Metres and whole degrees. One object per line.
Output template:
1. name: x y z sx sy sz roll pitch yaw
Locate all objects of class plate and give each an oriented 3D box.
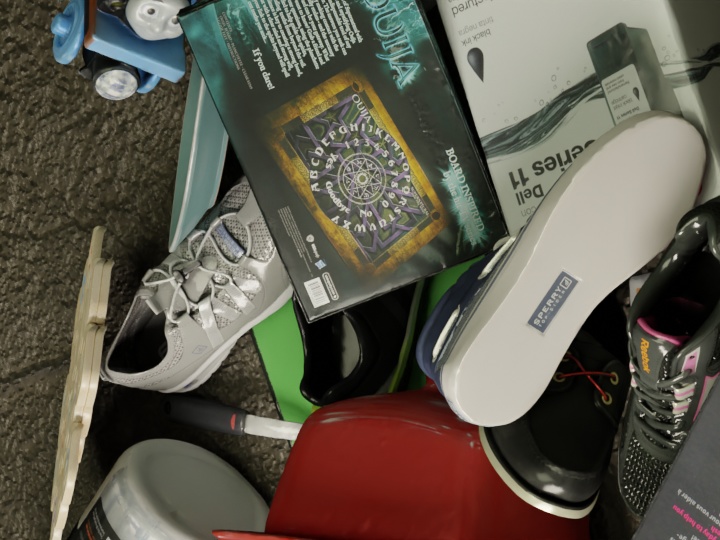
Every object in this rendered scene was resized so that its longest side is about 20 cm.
1. plate: -0.095 -0.109 1.357 0.025 0.200 0.201 8 102 -8

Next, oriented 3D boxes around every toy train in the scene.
1. toy train: -0.145 -0.206 1.377 0.114 0.087 0.200 -43 39 42

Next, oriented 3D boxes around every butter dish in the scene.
1. butter dish: 0.048 0.120 1.266 0.200 0.199 0.148 4 82 36

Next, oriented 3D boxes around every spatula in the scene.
1. spatula: -0.060 0.103 1.420 0.200 0.021 0.057 8 93 35

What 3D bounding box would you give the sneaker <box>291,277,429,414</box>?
1. sneaker: 0.000 0.000 1.324 0.072 0.083 0.201 2 88 34

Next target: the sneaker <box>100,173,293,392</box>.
1. sneaker: -0.101 0.013 1.402 0.075 0.082 0.200 48 122 24

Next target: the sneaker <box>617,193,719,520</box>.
1. sneaker: 0.168 0.043 1.134 0.080 0.086 0.201 26 113 37

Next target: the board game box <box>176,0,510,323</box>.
1. board game box: -0.007 -0.084 1.248 0.135 0.028 0.200 -21 105 7

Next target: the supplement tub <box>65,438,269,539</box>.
1. supplement tub: -0.152 0.222 1.441 0.123 0.122 0.200 45 116 22

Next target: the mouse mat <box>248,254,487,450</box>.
1. mouse mat: 0.009 0.032 1.381 0.200 0.008 0.161 -25 80 33

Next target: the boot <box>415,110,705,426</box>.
1. boot: 0.103 -0.011 1.176 0.200 0.073 0.090 -50 21 1

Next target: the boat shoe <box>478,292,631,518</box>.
1. boat shoe: 0.114 0.067 1.207 0.074 0.202 0.063 25 117 -4

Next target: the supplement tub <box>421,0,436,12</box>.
1. supplement tub: -0.036 -0.238 1.316 0.122 0.122 0.200 -35 76 32

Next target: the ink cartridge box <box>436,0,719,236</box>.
1. ink cartridge box: 0.141 -0.109 1.231 0.146 0.083 0.201 -21 84 34

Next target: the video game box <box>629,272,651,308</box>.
1. video game box: 0.238 0.099 1.169 0.182 0.047 0.201 -1 94 41

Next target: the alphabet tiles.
1. alphabet tiles: -0.187 0.080 1.431 0.200 0.015 0.196 113 162 -57

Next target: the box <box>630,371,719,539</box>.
1. box: 0.222 0.136 1.089 0.122 0.106 0.200 39 117 30
